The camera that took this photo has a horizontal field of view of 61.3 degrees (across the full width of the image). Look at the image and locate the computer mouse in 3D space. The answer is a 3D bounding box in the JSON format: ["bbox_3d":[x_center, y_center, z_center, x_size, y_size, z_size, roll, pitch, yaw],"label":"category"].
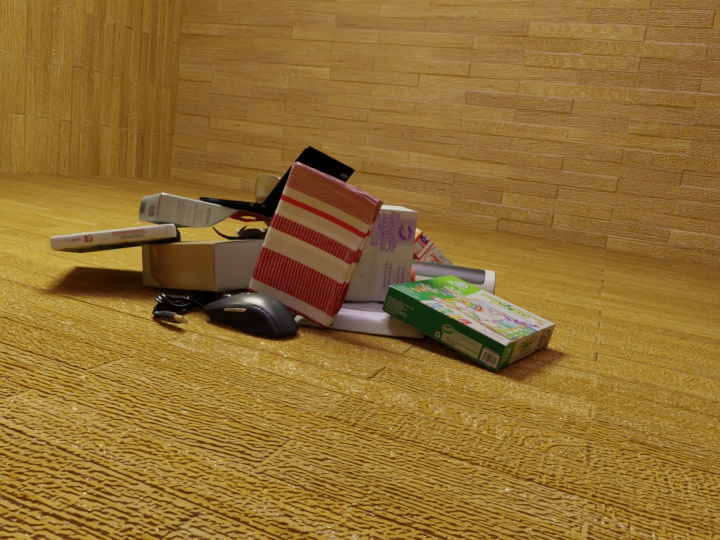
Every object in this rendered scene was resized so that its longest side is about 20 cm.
[{"bbox_3d":[-0.189,0.051,0.840,0.197,0.047,0.140,13,10,29],"label":"computer mouse"}]

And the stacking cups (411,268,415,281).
[{"bbox_3d":[0.000,0.000,1.034,0.196,0.062,0.060,3,11,-20],"label":"stacking cups"}]

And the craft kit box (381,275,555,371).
[{"bbox_3d":[0.165,0.070,0.912,0.198,0.049,0.196,27,16,31],"label":"craft kit box"}]

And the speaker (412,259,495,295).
[{"bbox_3d":[0.145,0.027,1.122,0.196,0.083,0.081,9,10,7],"label":"speaker"}]

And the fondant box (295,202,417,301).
[{"bbox_3d":[-0.015,-0.031,0.952,0.196,0.148,0.058,2,10,-22],"label":"fondant box"}]

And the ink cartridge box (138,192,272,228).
[{"bbox_3d":[-0.268,-0.087,1.049,0.197,0.048,0.159,12,-3,-30],"label":"ink cartridge box"}]

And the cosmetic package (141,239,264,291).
[{"bbox_3d":[-0.251,-0.011,0.963,0.197,0.073,0.104,1,5,39],"label":"cosmetic package"}]

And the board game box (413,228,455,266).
[{"bbox_3d":[0.133,-0.034,1.315,0.151,0.046,0.200,45,-2,-18],"label":"board game box"}]

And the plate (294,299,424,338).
[{"bbox_3d":[0.001,0.058,0.982,0.195,0.033,0.200,7,11,0],"label":"plate"}]

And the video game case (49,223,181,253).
[{"bbox_3d":[-0.394,-0.052,1.009,0.178,0.023,0.200,-8,2,-14],"label":"video game case"}]

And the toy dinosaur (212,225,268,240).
[{"bbox_3d":[-0.179,-0.053,1.068,0.195,0.060,0.101,-3,8,8],"label":"toy dinosaur"}]

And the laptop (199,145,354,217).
[{"bbox_3d":[-0.138,-0.146,1.040,0.196,0.106,0.177,8,-1,25],"label":"laptop"}]

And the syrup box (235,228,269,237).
[{"bbox_3d":[-0.168,-0.025,1.171,0.077,0.083,0.199,-5,17,-34],"label":"syrup box"}]

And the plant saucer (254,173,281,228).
[{"bbox_3d":[-0.146,-0.101,1.215,0.198,0.202,0.036,18,57,45],"label":"plant saucer"}]

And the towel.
[{"bbox_3d":[-0.068,-0.035,0.871,0.142,0.203,0.023,23,7,8],"label":"towel"}]
